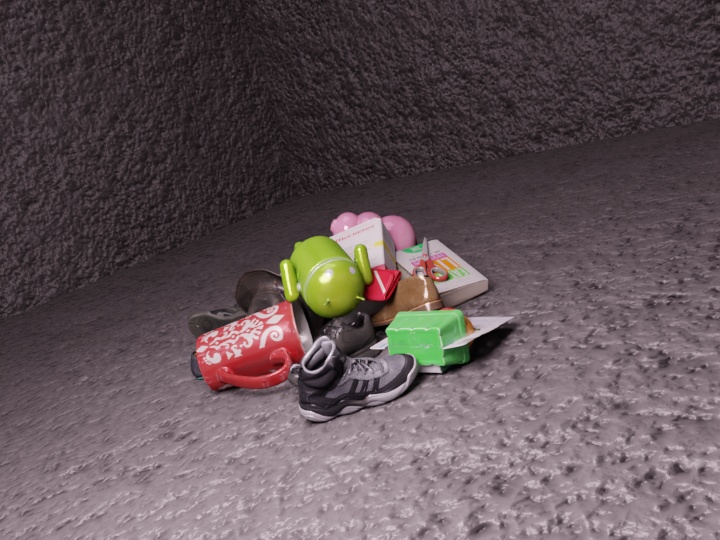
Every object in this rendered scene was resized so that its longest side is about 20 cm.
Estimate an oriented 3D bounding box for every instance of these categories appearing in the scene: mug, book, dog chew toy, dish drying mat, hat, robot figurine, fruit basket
[{"bbox_3d":[-0.199,0.145,1.209,0.197,0.136,0.178,-18,2,4],"label":"mug"},{"bbox_3d":[0.163,0.005,1.398,0.132,0.049,0.200,-18,34,-21],"label":"book"},{"bbox_3d":[0.027,-0.079,1.515,0.197,0.127,0.125,16,9,-12],"label":"dog chew toy"},{"bbox_3d":[-0.016,0.024,1.280,0.197,0.018,0.077,4,52,38],"label":"dish drying mat"},{"bbox_3d":[-0.179,0.094,1.333,0.198,0.202,0.081,-8,36,29],"label":"hat"},{"bbox_3d":[-0.064,0.012,1.218,0.172,0.118,0.200,-10,30,-20],"label":"robot figurine"},{"bbox_3d":[0.142,0.110,1.109,0.183,0.096,0.199,-5,1,36],"label":"fruit basket"}]

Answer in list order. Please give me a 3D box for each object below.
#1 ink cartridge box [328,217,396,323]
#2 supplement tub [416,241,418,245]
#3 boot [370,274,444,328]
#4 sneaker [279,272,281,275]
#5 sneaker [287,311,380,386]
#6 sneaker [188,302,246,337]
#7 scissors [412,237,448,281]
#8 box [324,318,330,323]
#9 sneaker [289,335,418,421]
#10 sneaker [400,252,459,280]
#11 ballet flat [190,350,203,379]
[{"bbox_3d":[0.000,0.000,1.379,0.143,0.084,0.202,-21,39,17],"label":"ink cartridge box"},{"bbox_3d":[0.051,-0.022,1.639,0.196,0.109,0.107,-13,14,9],"label":"supplement tub"},{"bbox_3d":[0.078,0.064,1.262,0.073,0.077,0.199,-8,-13,-43],"label":"boot"},{"bbox_3d":[-0.157,0.037,1.439,0.073,0.102,0.200,4,0,-18],"label":"sneaker"},{"bbox_3d":[-0.052,0.137,1.157,0.199,0.092,0.075,-29,28,-37],"label":"sneaker"},{"bbox_3d":[-0.311,0.117,1.577,0.196,0.078,0.114,-10,13,11],"label":"sneaker"},{"bbox_3d":[0.132,-0.024,1.393,0.072,0.014,0.201,-10,31,-5],"label":"scissors"},{"bbox_3d":[-0.103,0.084,1.537,0.135,0.038,0.199,-5,17,37],"label":"box"},{"bbox_3d":[-0.009,0.149,0.989,0.197,0.115,0.076,-20,34,-7],"label":"sneaker"},{"bbox_3d":[0.161,0.010,1.472,0.106,0.068,0.201,-10,12,32],"label":"sneaker"},{"bbox_3d":[-0.256,0.164,1.336,0.197,0.074,0.073,-16,13,-2],"label":"ballet flat"}]
